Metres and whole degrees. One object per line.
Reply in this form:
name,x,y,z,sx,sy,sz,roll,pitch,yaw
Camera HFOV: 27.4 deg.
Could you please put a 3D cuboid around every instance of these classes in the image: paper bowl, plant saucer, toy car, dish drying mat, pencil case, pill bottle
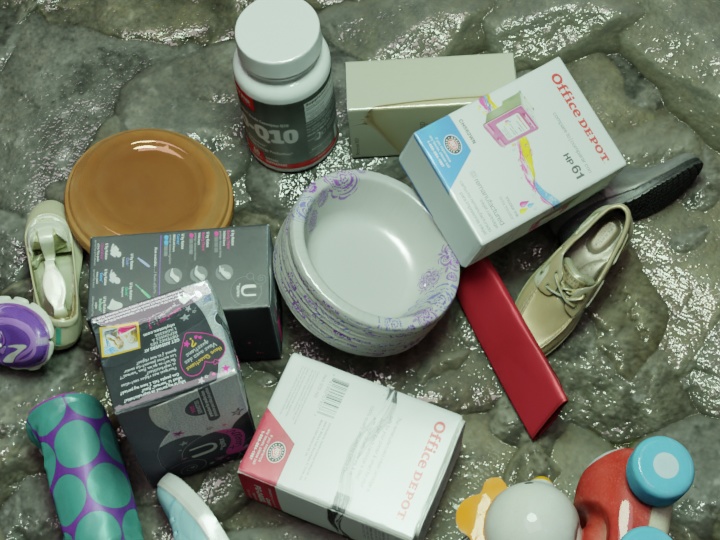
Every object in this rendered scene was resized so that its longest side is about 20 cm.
paper bowl,0.000,0.000,1.601,0.198,0.105,0.203,13,55,-20
plant saucer,-0.244,-0.089,1.709,0.197,0.038,0.203,4,57,-6
toy car,0.192,0.239,1.414,0.197,0.185,0.179,16,62,0
dish drying mat,0.160,0.078,1.592,0.018,0.077,0.201,-7,56,-34
pencil case,-0.282,0.231,1.525,0.092,0.085,0.202,-38,59,27
pill bottle,-0.087,-0.214,1.694,0.112,0.201,0.115,-2,60,3

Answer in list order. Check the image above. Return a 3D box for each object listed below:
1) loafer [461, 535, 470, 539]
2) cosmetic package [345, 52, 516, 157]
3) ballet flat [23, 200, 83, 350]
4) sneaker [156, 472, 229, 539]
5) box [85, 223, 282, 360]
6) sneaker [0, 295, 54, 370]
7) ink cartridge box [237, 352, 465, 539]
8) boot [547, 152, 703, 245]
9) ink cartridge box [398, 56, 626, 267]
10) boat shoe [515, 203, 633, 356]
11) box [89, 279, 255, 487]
loafer,0.096,0.306,1.471,0.072,0.063,0.200,39,70,22
cosmetic package,0.083,-0.193,1.728,0.197,0.104,0.074,-4,61,2
ballet flat,-0.348,-0.009,1.674,0.068,0.070,0.202,-13,61,-4
sneaker,-0.166,0.297,1.487,0.081,0.074,0.201,-30,62,-16
box,-0.189,0.030,1.609,0.197,0.123,0.107,-4,60,2
sneaker,-0.429,0.069,1.616,0.197,0.083,0.082,9,103,15
ink cartridge box,-0.006,0.194,1.528,0.198,0.084,0.146,20,63,13
boot,0.282,-0.119,1.692,0.198,0.070,0.133,-25,63,-12
ink cartridge box,0.165,-0.119,1.598,0.198,0.085,0.146,-28,80,-19
boat shoe,0.226,0.011,1.600,0.072,0.065,0.201,38,89,9
box,-0.185,0.120,1.514,0.130,0.201,0.116,-18,62,-6
